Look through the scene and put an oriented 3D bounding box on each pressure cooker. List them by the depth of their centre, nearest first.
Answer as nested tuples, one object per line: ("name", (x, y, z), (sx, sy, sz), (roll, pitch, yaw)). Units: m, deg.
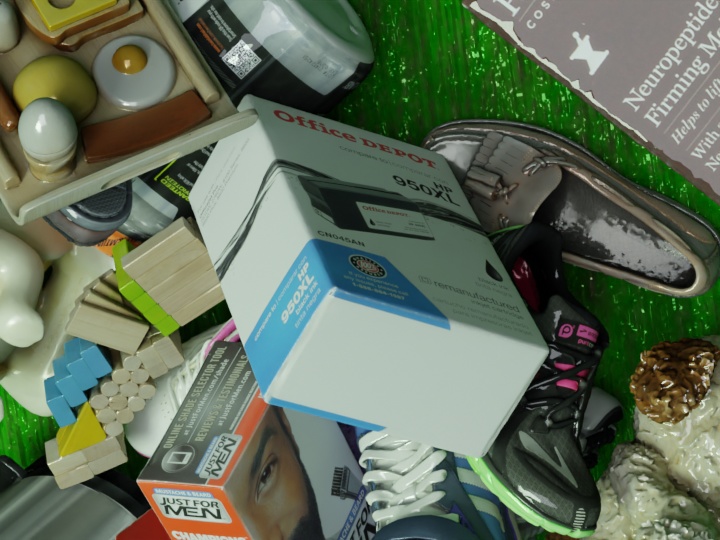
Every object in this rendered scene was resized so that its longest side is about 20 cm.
("pressure cooker", (-0.185, 0.219, 1.508), (0.179, 0.200, 0.176), (12, 126, 31))

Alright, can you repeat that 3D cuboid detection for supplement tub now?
("supplement tub", (-0.099, -0.104, 1.457), (0.200, 0.123, 0.123), (-42, 90, 16))

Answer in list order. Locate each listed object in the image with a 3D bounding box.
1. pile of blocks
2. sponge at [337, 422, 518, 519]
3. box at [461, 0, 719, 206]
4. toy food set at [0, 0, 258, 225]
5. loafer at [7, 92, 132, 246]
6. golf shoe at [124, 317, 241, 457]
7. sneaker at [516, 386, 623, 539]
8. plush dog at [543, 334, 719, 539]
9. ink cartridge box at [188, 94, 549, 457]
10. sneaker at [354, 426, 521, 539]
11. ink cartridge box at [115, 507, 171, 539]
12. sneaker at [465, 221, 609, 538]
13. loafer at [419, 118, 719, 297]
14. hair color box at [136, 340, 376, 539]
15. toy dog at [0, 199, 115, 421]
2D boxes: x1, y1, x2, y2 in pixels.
("pile of blocks", (-0.149, 0.038, 1.458), (0.082, 0.062, 0.200), (22, 116, -25))
("sponge", (0.026, 0.082, 1.479), (0.200, 0.030, 0.112), (43, 106, 25))
("box", (0.194, -0.159, 1.358), (0.200, 0.164, 0.166), (38, 106, 4))
("toy food set", (-0.166, -0.129, 1.352), (0.143, 0.060, 0.200), (-25, 64, -15))
("loafer", (-0.198, -0.086, 1.409), (0.200, 0.072, 0.063), (56, 132, 24))
("golf shoe", (-0.080, 0.059, 1.473), (0.200, 0.092, 0.075), (-31, 74, 27))
("sneaker", (0.079, 0.140, 1.497), (0.081, 0.075, 0.200), (39, 104, 17))
("plush dog", (0.200, 0.120, 1.428), (0.160, 0.200, 0.172), (26, 97, 43))
("ink cartridge box", (0.000, 0.000, 1.362), (0.145, 0.200, 0.084), (16, 118, -29))
("sneaker", (0.033, 0.135, 1.365), (0.081, 0.146, 0.200), (-23, 86, 20))
("ink cartridge box", (-0.073, 0.202, 1.469), (0.047, 0.200, 0.160), (-9, 99, 22))
("sneaker", (0.101, 0.058, 1.382), (0.084, 0.077, 0.200), (-37, 55, 39))
("loafer", (0.125, -0.038, 1.450), (0.200, 0.063, 0.072), (23, 104, 8))
("hair color box", (-0.047, 0.149, 1.412), (0.064, 0.111, 0.200), (2, 136, 31))
("toy dog", (-0.263, 0.008, 1.464), (0.194, 0.200, 0.140), (45, 114, 15))
